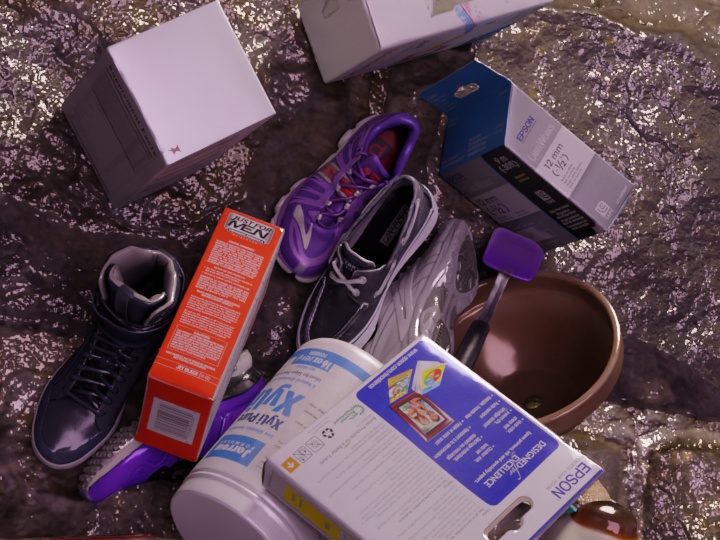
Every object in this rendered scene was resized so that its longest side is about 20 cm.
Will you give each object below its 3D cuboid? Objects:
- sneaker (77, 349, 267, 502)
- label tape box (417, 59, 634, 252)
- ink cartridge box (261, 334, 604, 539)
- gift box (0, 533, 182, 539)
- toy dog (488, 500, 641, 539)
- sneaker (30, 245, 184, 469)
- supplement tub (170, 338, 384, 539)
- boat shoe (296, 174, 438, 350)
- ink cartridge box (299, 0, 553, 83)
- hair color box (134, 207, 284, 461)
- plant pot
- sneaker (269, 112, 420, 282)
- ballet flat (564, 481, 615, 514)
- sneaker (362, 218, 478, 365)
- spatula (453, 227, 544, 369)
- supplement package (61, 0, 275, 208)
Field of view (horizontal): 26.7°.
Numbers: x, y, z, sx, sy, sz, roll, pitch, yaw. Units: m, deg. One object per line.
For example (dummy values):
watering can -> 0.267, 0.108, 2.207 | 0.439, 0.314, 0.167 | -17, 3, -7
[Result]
sneaker -> -0.154, 0.164, 1.363 | 0.200, 0.070, 0.100 | -36, 98, -22
label tape box -> 0.147, -0.107, 1.485 | 0.200, 0.143, 0.066 | 37, 70, -14
ink cartridge box -> 0.059, 0.167, 1.226 | 0.200, 0.047, 0.198 | 38, 51, 22
gift box -> -0.261, 0.287, 1.247 | 0.186, 0.184, 0.200 | 2, 78, -31
toy dog -> 0.150, 0.254, 1.259 | 0.194, 0.200, 0.140 | 1, 85, -38
sneaker -> -0.219, 0.069, 1.303 | 0.077, 0.146, 0.202 | 30, 69, 3
supplement tub -> -0.056, 0.167, 1.316 | 0.132, 0.132, 0.200 | 48, 54, -9
boat shoe -> 0.000, 0.000, 1.408 | 0.072, 0.068, 0.200 | 36, 89, 22
ink cartridge box -> 0.061, -0.257, 1.472 | 0.200, 0.144, 0.085 | -18, 90, -24
hair color box -> -0.130, 0.054, 1.317 | 0.061, 0.102, 0.200 | 21, 48, 0
plant pot -> 0.158, 0.102, 1.462 | 0.201, 0.201, 0.093 | -41, 135, -22
sneaker -> -0.014, -0.079, 1.449 | 0.081, 0.083, 0.200 | 38, 71, -12
ballet flat -> 0.266, 0.290, 1.520 | 0.065, 0.070, 0.200 | -39, 101, -37
sneaker -> 0.051, 0.024, 1.464 | 0.200, 0.099, 0.078 | -65, 145, -39
spatula -> 0.124, 0.036, 1.458 | 0.056, 0.021, 0.200 | 23, 58, 8
supplement package -> -0.172, -0.141, 1.329 | 0.109, 0.200, 0.114 | -28, 94, -23
